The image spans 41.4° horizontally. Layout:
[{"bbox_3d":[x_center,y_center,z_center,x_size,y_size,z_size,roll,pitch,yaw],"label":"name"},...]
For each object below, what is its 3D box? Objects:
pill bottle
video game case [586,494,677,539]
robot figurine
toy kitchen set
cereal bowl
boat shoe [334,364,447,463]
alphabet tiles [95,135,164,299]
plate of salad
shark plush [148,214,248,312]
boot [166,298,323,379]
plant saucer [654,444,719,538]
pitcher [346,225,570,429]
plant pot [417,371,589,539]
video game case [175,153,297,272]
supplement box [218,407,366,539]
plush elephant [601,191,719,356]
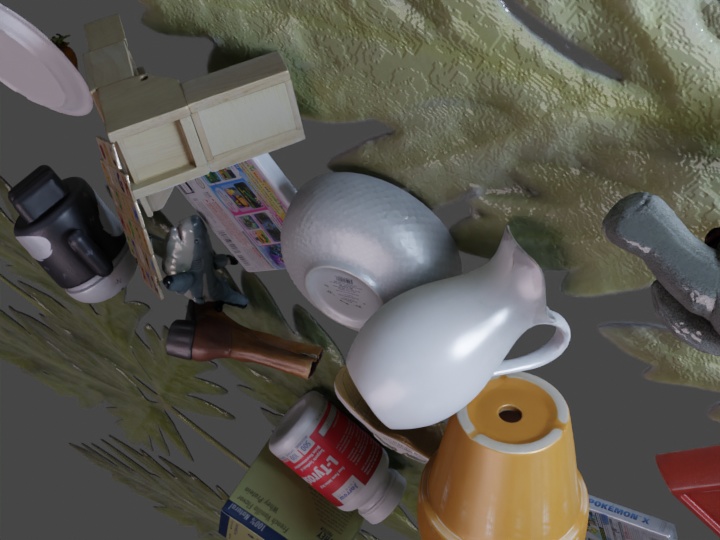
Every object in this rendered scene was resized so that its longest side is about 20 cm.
[{"bbox_3d":[-0.031,0.283,1.423,0.200,0.113,0.112,41,150,-10],"label":"pill bottle"},{"bbox_3d":[0.329,0.357,1.241,0.180,0.022,0.201,13,144,35],"label":"video game case"},{"bbox_3d":[-0.396,-0.049,1.325,0.123,0.151,0.201,-20,123,22],"label":"robot figurine"},{"bbox_3d":[-0.165,-0.158,0.971,0.164,0.178,0.201,77,171,-46],"label":"toy kitchen set"},{"bbox_3d":[0.000,0.000,0.988,0.198,0.084,0.201,20,144,15],"label":"cereal bowl"},{"bbox_3d":[0.039,0.204,1.275,0.199,0.071,0.069,38,149,-6],"label":"boat shoe"},{"bbox_3d":[-0.288,-0.067,1.189,0.166,0.006,0.203,28,136,62],"label":"alphabet tiles"},{"bbox_3d":[-0.388,-0.254,1.094,0.198,0.048,0.201,26,159,11],"label":"plate of salad"},{"bbox_3d":[-0.192,0.007,1.226,0.201,0.083,0.091,54,-178,-43],"label":"shark plush"},{"bbox_3d":[-0.146,0.086,1.296,0.197,0.070,0.188,9,-173,1],"label":"boot"},{"bbox_3d":[0.427,0.253,0.971,0.200,0.037,0.199,43,150,-10],"label":"plant saucer"},{"bbox_3d":[0.100,0.075,0.916,0.172,0.199,0.122,50,-172,-39],"label":"pitcher"},{"bbox_3d":[0.164,0.222,1.070,0.198,0.200,0.185,20,131,26],"label":"plant pot"},{"bbox_3d":[-0.134,-0.079,1.101,0.181,0.024,0.201,-4,131,49],"label":"video game case"},{"bbox_3d":[-0.092,0.373,1.527,0.198,0.201,0.135,31,151,7],"label":"supplement box"},{"bbox_3d":[0.295,0.010,0.667,0.202,0.164,0.154,61,-162,18],"label":"plush elephant"}]
